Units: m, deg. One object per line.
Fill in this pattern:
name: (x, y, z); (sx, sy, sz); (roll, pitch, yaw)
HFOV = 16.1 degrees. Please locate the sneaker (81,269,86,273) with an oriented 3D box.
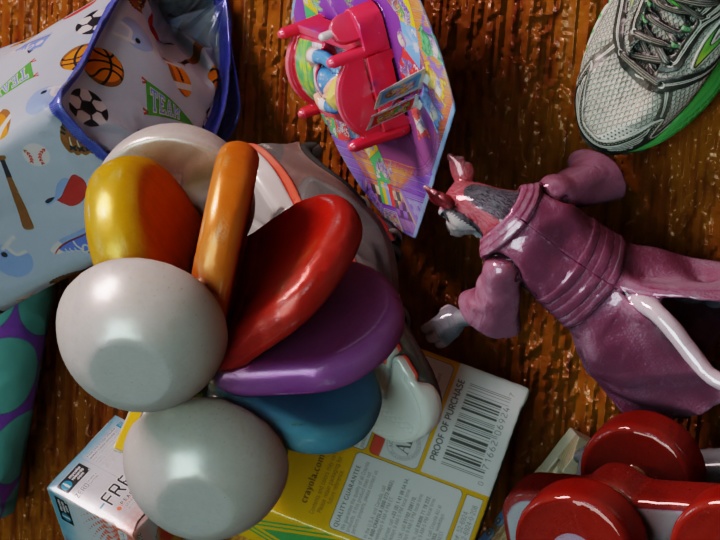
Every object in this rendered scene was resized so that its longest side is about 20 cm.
sneaker: (-0.076, 0.007, 1.484); (0.200, 0.070, 0.100); (24, 109, 20)

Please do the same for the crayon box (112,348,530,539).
crayon box: (-0.022, 0.091, 1.394); (0.200, 0.126, 0.052); (21, 150, 3)

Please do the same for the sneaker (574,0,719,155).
sneaker: (0.166, -0.145, 1.314); (0.078, 0.085, 0.200); (37, 116, 15)

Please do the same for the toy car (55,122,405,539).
toy car: (-0.055, 0.022, 1.272); (0.150, 0.175, 0.200); (-12, 126, 14)

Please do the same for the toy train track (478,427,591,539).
toy train track: (0.072, 0.177, 1.434); (0.200, 0.115, 0.033); (-53, 40, 10)

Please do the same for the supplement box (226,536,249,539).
supplement box: (-0.044, 0.143, 1.500); (0.200, 0.067, 0.069); (31, 114, 19)

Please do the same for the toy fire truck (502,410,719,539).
toy fire truck: (0.172, 0.169, 1.297); (0.200, 0.112, 0.168); (0, 110, 28)

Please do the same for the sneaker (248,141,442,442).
sneaker: (0.000, 0.000, 1.380); (0.200, 0.082, 0.077); (56, 143, 21)

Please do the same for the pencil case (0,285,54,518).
pencil case: (-0.244, 0.061, 1.574); (0.092, 0.085, 0.200); (12, 108, -6)

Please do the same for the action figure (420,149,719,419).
action figure: (0.116, 0.010, 1.332); (0.200, 0.149, 0.134); (32, 90, -13)

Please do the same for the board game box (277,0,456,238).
board game box: (-0.012, -0.107, 1.372); (0.158, 0.039, 0.200); (60, 159, 22)

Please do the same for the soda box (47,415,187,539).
soda box: (-0.121, 0.178, 1.491); (0.068, 0.064, 0.200); (26, 146, 27)

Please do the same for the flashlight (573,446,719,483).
flashlight: (0.215, 0.109, 1.362); (0.200, 0.068, 0.068); (-7, 132, 33)

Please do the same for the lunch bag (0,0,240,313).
lunch bag: (-0.166, -0.082, 1.448); (0.170, 0.200, 0.124); (-24, 120, 29)
